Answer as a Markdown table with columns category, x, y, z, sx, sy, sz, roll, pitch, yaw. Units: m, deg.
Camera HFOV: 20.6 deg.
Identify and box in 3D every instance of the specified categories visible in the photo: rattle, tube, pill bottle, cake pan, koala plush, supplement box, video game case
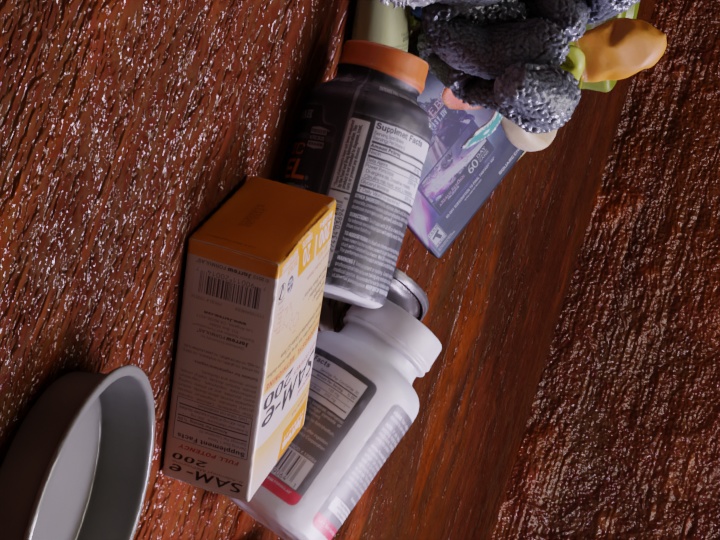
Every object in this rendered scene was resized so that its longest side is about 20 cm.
| category | x | y | z | sx | sy | sz | roll | pitch | yaw |
| --- | --- | --- | --- | --- | --- | --- | --- | --- | --- |
| rattle | 0.173 | -0.164 | 1.741 | 0.200 | 0.142 | 0.131 | -14 | 114 | -68 |
| tube | 0.021 | -0.236 | 1.637 | 0.058 | 0.052 | 0.201 | -139 | -129 | -60 |
| pill bottle | -0.022 | 0.120 | 1.602 | 0.200 | 0.111 | 0.111 | -54 | 163 | -12 |
| cake pan | -0.181 | 0.151 | 1.213 | 0.200 | 0.037 | 0.201 | 15 | 90 | -77 |
| koala plush | 0.089 | -0.237 | 1.580 | 0.200 | 0.183 | 0.178 | 41 | 74 | -43 |
| supplement box | -0.081 | 0.050 | 1.455 | 0.126 | 0.073 | 0.201 | -52 | 155 | -59 |
| pill bottle | -0.005 | -0.079 | 1.565 | 0.106 | 0.106 | 0.201 | 35 | 71 | -77 |
| video game case | 0.069 | -0.115 | 1.775 | 0.143 | 0.019 | 0.200 | -51 | 141 | -7 |

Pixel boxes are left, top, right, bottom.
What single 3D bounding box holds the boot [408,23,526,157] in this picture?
| category | x | y | z | sx | sy | sz | roll | pitch | yaw |
| --- | --- | --- | --- | --- | --- | --- | --- | --- | --- |
| boot | 0.089 | -0.160 | 1.834 | 0.199 | 0.073 | 0.156 | -22 | 133 | -28 |

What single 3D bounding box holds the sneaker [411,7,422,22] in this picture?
| category | x | y | z | sx | sy | sz | roll | pitch | yaw |
| --- | --- | --- | --- | --- | --- | --- | --- | --- | --- |
| sneaker | 0.105 | -0.269 | 1.741 | 0.200 | 0.076 | 0.078 | -14 | 168 | -41 |

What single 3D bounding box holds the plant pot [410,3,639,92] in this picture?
| category | x | y | z | sx | sy | sz | roll | pitch | yaw |
| --- | --- | --- | --- | --- | --- | --- | --- | --- | --- |
| plant pot | 0.166 | -0.255 | 1.911 | 0.200 | 0.192 | 0.201 | 16 | 90 | -78 |

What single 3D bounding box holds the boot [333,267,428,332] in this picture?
| category | x | y | z | sx | sy | sz | roll | pitch | yaw |
| --- | --- | --- | --- | --- | --- | --- | --- | --- | --- |
| boot | -0.021 | 0.087 | 1.712 | 0.174 | 0.069 | 0.200 | -47 | 158 | -21 |

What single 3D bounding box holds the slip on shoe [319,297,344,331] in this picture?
| category | x | y | z | sx | sy | sz | roll | pitch | yaw |
| --- | --- | --- | --- | --- | --- | --- | --- | --- | --- |
| slip on shoe | 0.000 | 0.000 | 1.785 | 0.200 | 0.060 | 0.076 | 91 | 19 | -49 |
